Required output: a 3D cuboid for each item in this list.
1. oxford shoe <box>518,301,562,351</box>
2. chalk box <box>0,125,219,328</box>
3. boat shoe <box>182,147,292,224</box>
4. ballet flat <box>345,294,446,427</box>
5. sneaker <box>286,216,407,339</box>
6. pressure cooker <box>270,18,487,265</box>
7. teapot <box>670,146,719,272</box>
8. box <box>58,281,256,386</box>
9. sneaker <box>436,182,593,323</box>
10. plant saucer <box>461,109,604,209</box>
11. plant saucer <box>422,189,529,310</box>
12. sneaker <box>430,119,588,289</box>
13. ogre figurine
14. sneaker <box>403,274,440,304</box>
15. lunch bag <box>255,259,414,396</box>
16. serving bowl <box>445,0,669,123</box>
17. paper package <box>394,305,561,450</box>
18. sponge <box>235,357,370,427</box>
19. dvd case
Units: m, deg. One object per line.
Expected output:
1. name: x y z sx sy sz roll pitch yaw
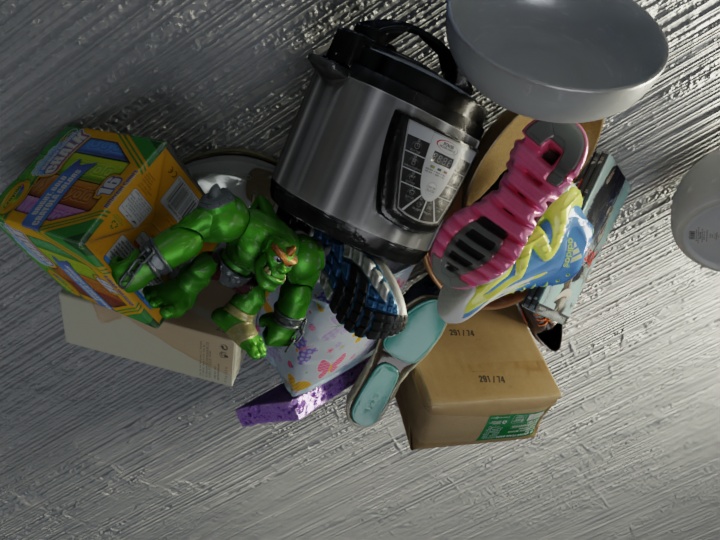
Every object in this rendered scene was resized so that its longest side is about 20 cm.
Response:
1. oxford shoe: 0.260 0.042 0.983 0.070 0.073 0.201 -25 136 10
2. chalk box: -0.254 -0.050 0.664 0.198 0.125 0.125 13 149 34
3. boat shoe: -0.105 -0.080 0.750 0.197 0.069 0.075 3 133 -20
4. ballet flat: 0.039 0.107 0.879 0.067 0.062 0.201 35 95 -14
5. sneaker: 0.000 0.000 0.686 0.086 0.200 0.076 5 115 -36
6. pressure cooker: 0.021 -0.128 0.649 0.177 0.176 0.202 25 100 3
7. teapot: 0.498 -0.096 0.879 0.196 0.147 0.200 27 150 -12
8. box: -0.223 0.049 0.775 0.197 0.096 0.078 14 131 1
9. sneaker: 0.178 0.000 0.741 0.200 0.076 0.105 -46 113 5
10. plant saucer: 0.177 -0.118 0.738 0.199 0.035 0.202 -27 144 -21
11. plant saucer: 0.157 -0.054 0.826 0.197 0.037 0.203 -4 104 -17
12. sneaker: 0.150 -0.063 0.684 0.200 0.079 0.095 -49 172 20
13. ogre figurine: -0.109 -0.002 0.617 0.199 0.098 0.120 33 102 -23
14. sneaker: 0.125 -0.009 0.892 0.199 0.075 0.085 -34 136 0
15. lunch bag: -0.023 0.032 0.846 0.199 0.127 0.171 -22 147 -37
16. serving bowl: 0.169 -0.198 0.626 0.197 0.202 0.066 -5 141 -13
17. paper package: 0.144 0.139 0.959 0.197 0.192 0.104 -1 136 -19
18. sponge: -0.062 0.154 0.922 0.111 0.030 0.199 -18 -177 38
19. dvd case: 0.270 -0.034 0.848 0.145 0.022 0.202 20 97 -58
